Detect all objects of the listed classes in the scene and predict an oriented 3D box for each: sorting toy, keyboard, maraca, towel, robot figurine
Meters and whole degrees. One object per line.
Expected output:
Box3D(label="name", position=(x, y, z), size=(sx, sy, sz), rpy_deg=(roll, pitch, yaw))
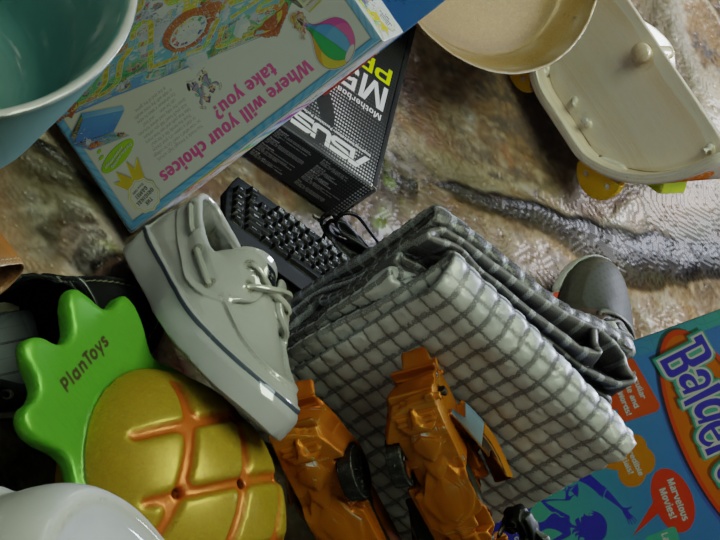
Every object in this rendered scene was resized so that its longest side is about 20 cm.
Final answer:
Box3D(label="sorting toy", position=(0.215, -0.126, 1.598), size=(0.179, 0.107, 0.201), rpy_deg=(2, 52, -55))
Box3D(label="keyboard", position=(0.000, 0.000, 1.332), size=(0.199, 0.040, 0.104), rpy_deg=(37, 18, -21))
Box3D(label="maraca", position=(-0.110, 0.104, 1.136), size=(0.201, 0.106, 0.137), rpy_deg=(58, 35, -18))
Box3D(label="towel", position=(0.042, 0.061, 1.243), size=(0.165, 0.200, 0.086), rpy_deg=(39, 44, -18))
Box3D(label="robot figurine", position=(0.033, 0.140, 1.209), size=(0.058, 0.144, 0.201), rpy_deg=(-83, 153, -52))

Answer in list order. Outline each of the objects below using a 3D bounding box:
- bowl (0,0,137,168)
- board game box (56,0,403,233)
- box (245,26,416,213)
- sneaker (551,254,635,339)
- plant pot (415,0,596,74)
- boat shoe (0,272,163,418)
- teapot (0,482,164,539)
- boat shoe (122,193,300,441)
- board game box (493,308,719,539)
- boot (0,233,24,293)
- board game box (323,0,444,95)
Box3D(label="bowl", position=(-0.217, -0.121, 1.071), size=(0.199, 0.105, 0.202), rpy_deg=(10, 53, -14))
Box3D(label="board game box", position=(-0.092, -0.131, 1.238), size=(0.135, 0.199, 0.034), rpy_deg=(56, 25, 0))
Box3D(label="box", position=(-0.063, -0.152, 1.392), size=(0.199, 0.044, 0.161), rpy_deg=(34, 46, -22))
Box3D(label="sneaker", position=(0.170, 0.069, 1.440), size=(0.077, 0.082, 0.201), rpy_deg=(27, 50, -28))
Box3D(label="plant pot", position=(0.081, -0.229, 1.479), size=(0.199, 0.027, 0.202), rpy_deg=(8, 77, -35))
Box3D(label="boat shoe", position=(-0.170, 0.034, 1.164), size=(0.198, 0.066, 0.075), rpy_deg=(-8, 69, -45))
Box3D(label="teapot", position=(-0.161, 0.206, 1.015), size=(0.198, 0.145, 0.201), rpy_deg=(54, 23, -36))
Box3D(label="boat shoe", position=(-0.072, 0.016, 1.181), size=(0.074, 0.065, 0.200), rpy_deg=(43, 4, -40))
Box3D(label="board game box", position=(0.171, 0.124, 1.339), size=(0.045, 0.198, 0.153), rpy_deg=(61, 10, -73))
Box3D(label="boot", position=(-0.227, -0.051, 1.127), size=(0.154, 0.074, 0.200), rpy_deg=(37, 55, 15))
Box3D(label="board game box", position=(-0.050, -0.204, 1.291), size=(0.199, 0.153, 0.041), rpy_deg=(33, 48, -22))
